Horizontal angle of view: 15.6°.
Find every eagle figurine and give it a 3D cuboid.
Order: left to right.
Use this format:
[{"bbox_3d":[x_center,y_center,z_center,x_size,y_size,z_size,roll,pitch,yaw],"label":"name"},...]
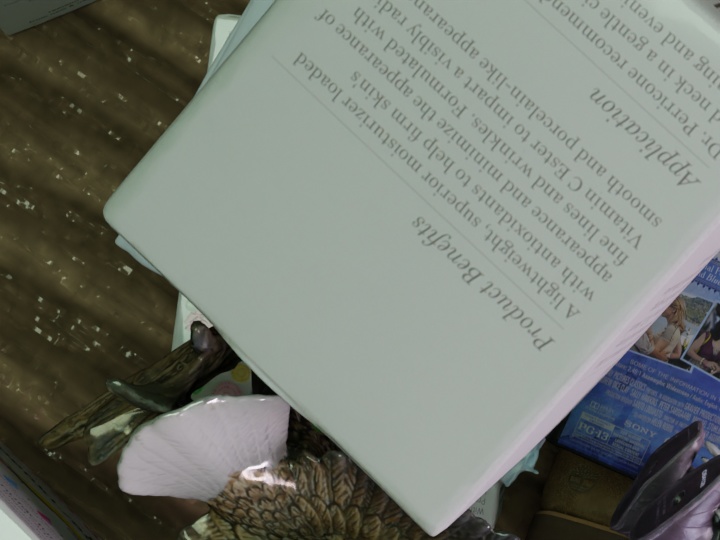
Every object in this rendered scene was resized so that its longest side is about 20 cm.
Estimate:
[{"bbox_3d":[-0.011,0.106,1.016,0.151,0.152,0.200,-32,88,-30],"label":"eagle figurine"}]

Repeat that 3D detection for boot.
[{"bbox_3d":[0.174,0.111,1.093,0.200,0.074,0.076,18,76,8],"label":"boot"}]

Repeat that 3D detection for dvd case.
[{"bbox_3d":[0.174,0.006,1.022,0.142,0.018,0.200,24,106,2],"label":"dvd case"}]

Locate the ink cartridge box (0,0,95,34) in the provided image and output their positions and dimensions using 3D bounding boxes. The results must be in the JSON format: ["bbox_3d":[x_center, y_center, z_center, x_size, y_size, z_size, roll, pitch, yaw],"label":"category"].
[{"bbox_3d":[-0.156,-0.195,1.084,0.084,0.200,0.145,-23,82,1],"label":"ink cartridge box"}]

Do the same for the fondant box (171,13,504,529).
[{"bbox_3d":[0.000,0.000,1.110,0.144,0.058,0.201,8,91,5],"label":"fondant box"}]

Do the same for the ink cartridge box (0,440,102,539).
[{"bbox_3d":[-0.197,0.125,1.050,0.147,0.200,0.145,44,86,8],"label":"ink cartridge box"}]

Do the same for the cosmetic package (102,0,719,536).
[{"bbox_3d":[0.050,-0.044,0.942,0.165,0.165,0.200,44,107,7],"label":"cosmetic package"}]

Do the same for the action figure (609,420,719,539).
[{"bbox_3d":[0.186,0.143,0.983,0.200,0.130,0.069,41,107,-10],"label":"action figure"}]

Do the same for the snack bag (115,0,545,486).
[{"bbox_3d":[0.029,-0.040,1.054,0.200,0.021,0.189,31,104,2],"label":"snack bag"}]
